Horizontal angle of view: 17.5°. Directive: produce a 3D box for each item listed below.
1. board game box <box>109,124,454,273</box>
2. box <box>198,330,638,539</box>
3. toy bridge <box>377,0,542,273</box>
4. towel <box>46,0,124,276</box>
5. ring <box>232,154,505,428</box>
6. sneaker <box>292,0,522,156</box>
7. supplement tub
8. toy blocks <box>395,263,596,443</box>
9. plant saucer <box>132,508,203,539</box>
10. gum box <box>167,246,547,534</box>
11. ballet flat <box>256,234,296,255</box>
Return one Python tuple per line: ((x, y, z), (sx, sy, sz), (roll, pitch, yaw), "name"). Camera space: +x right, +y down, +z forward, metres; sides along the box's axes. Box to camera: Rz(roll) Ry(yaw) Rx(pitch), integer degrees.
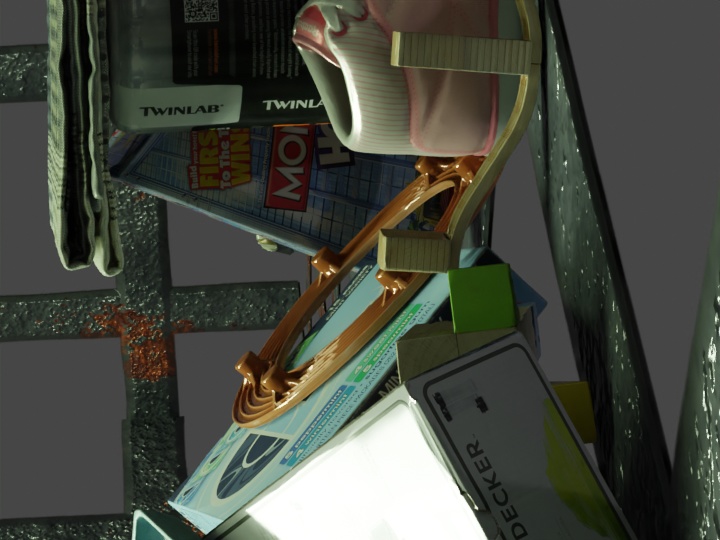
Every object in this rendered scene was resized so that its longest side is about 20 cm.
((-0.044, -0.094, 1.302), (0.062, 0.199, 0.201), (-165, 81, -66), "board game box")
((0.016, 0.119, 0.878), (0.117, 0.060, 0.200), (60, 142, 10), "box")
((0.047, -0.099, 1.058), (0.027, 0.067, 0.201), (-124, 38, -82), "toy bridge")
((-0.140, -0.100, 1.178), (0.200, 0.034, 0.193), (-138, 48, -79), "towel")
((0.000, 0.000, 1.193), (0.200, 0.019, 0.200), (-45, 11, 12), "ring")
((0.019, -0.149, 1.109), (0.075, 0.104, 0.201), (-147, 52, -70), "sneaker")
((-0.034, -0.136, 1.203), (0.123, 0.199, 0.123), (177, 90, -80), "supplement tub")
((0.057, 0.095, 1.001), (0.137, 0.099, 0.201), (-26, -71, -82), "toy blocks")
((-0.021, 0.166, 0.882), (0.200, 0.019, 0.070), (35, 132, 34), "plant saucer")
((-0.007, 0.068, 1.147), (0.170, 0.045, 0.200), (-51, 12, -12), "gum box")
((-0.128, -0.063, 3.611), (0.200, 0.073, 0.073), (119, 148, -83), "ballet flat")
